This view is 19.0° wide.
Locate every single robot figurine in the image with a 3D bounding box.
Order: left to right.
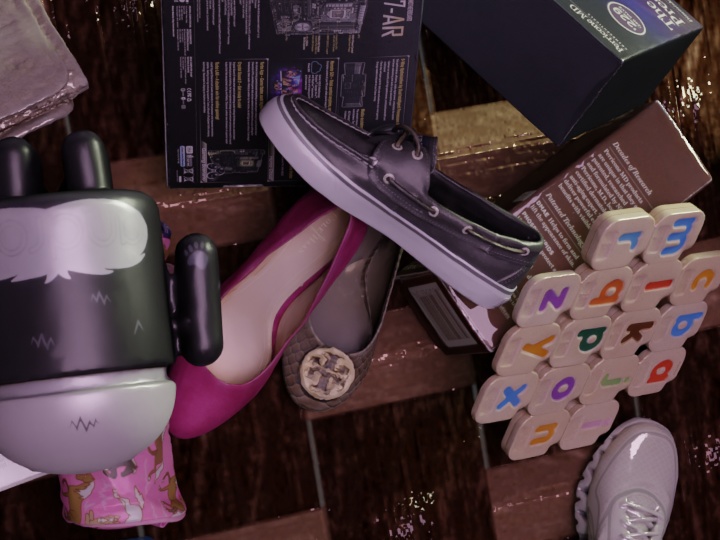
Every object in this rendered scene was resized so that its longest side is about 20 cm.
[{"bbox_3d":[-0.174,0.020,1.274,0.125,0.150,0.200,-3,85,-54],"label":"robot figurine"}]

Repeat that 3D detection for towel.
[{"bbox_3d":[-0.279,-0.115,1.326,0.200,0.034,0.133,-23,57,-15],"label":"towel"}]

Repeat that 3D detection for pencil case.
[{"bbox_3d":[-0.157,0.069,1.379,0.086,0.083,0.200,-2,91,-18],"label":"pencil case"}]

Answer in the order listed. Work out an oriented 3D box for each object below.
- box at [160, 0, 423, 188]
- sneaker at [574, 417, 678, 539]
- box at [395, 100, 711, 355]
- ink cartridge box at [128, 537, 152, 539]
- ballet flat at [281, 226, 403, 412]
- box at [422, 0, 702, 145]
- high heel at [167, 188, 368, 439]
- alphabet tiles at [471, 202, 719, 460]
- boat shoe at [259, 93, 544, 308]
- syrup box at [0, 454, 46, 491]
[{"bbox_3d":[-0.045,-0.134,1.346,0.160,0.200,0.044,-2,50,-4],"label":"box"},{"bbox_3d":[0.183,0.201,1.496,0.075,0.081,0.200,20,83,-16],"label":"sneaker"},{"bbox_3d":[0.130,-0.028,1.460,0.200,0.100,0.075,-35,96,-15],"label":"box"},{"bbox_3d":[-0.213,0.219,1.338,0.200,0.116,0.067,-6,94,-18],"label":"ink cartridge box"},{"bbox_3d":[0.000,0.000,1.448,0.067,0.046,0.200,24,84,-17],"label":"ballet flat"},{"bbox_3d":[0.104,-0.185,1.388,0.200,0.079,0.141,44,34,12],"label":"box"},{"bbox_3d":[-0.063,0.030,1.389,0.067,0.096,0.200,41,91,-5],"label":"high heel"},{"bbox_3d":[0.161,0.042,1.449,0.196,0.015,0.200,-7,129,-39],"label":"alphabet tiles"},{"bbox_3d":[0.031,-0.056,1.339,0.200,0.070,0.066,38,110,-11],"label":"boat shoe"},{"bbox_3d":[-0.259,0.043,1.344,0.079,0.081,0.200,-20,98,-15],"label":"syrup box"}]
